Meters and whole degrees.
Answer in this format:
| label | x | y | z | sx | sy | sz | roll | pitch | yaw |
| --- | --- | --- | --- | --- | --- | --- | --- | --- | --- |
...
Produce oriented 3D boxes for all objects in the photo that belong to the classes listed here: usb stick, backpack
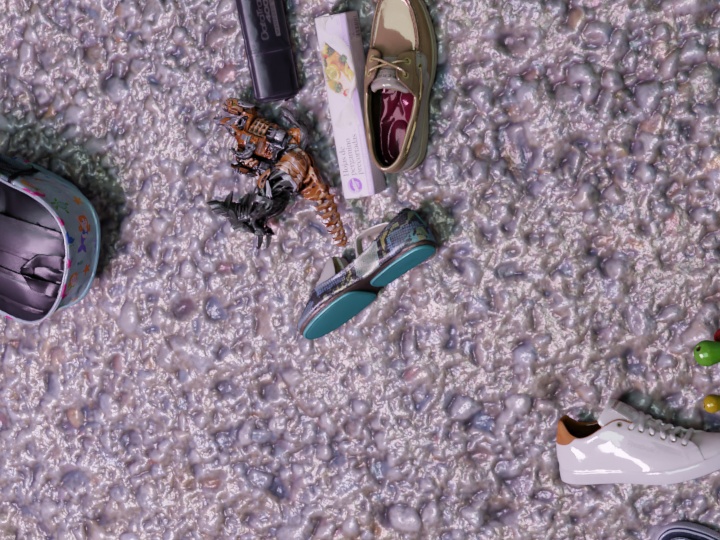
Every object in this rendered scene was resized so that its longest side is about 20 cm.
| label | x | y | z | sx | sy | sz | roll | pitch | yaw |
| --- | --- | --- | --- | --- | --- | --- | --- | --- | --- |
| usb stick | -0.109 | -0.284 | 1.710 | 0.055 | 0.033 | 0.202 | -14 | 100 | -21 |
| backpack | -0.399 | -0.037 | 1.826 | 0.199 | 0.150 | 0.179 | 23 | 113 | 23 |

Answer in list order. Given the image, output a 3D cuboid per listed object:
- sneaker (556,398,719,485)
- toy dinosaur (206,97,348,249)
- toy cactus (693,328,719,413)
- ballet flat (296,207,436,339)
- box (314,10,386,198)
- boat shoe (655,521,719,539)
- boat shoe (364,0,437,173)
| label | x | y | z | sx | sy | sz | roll | pitch | yaw |
| --- | --- | --- | --- | --- | --- | --- | --- | --- | --- |
| sneaker | 0.298 | 0.177 | 1.641 | 0.198 | 0.073 | 0.085 | -7 | 102 | 24 |
| toy dinosaur | -0.095 | -0.101 | 1.727 | 0.136 | 0.102 | 0.200 | -47 | 61 | 7 |
| toy cactus | 0.443 | 0.098 | 1.570 | 0.199 | 0.102 | 0.166 | 28 | 92 | 16 |
| ballet flat | 0.000 | 0.000 | 1.732 | 0.199 | 0.074 | 0.075 | -36 | 88 | 23 |
| box | -0.011 | -0.181 | 1.698 | 0.038 | 0.041 | 0.202 | -5 | 101 | 23 |
| boat shoe | 0.390 | 0.347 | 1.634 | 0.200 | 0.091 | 0.071 | 38 | 113 | 10 |
| boat shoe | 0.039 | -0.202 | 1.659 | 0.073 | 0.066 | 0.202 | 1 | 103 | 21 |
